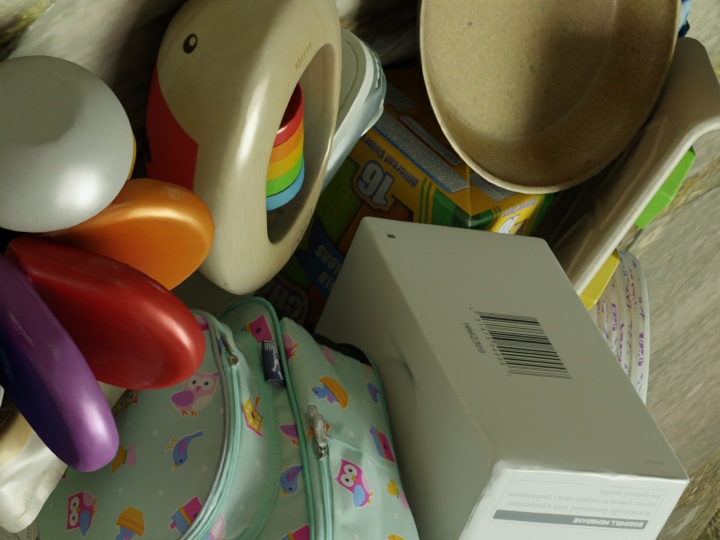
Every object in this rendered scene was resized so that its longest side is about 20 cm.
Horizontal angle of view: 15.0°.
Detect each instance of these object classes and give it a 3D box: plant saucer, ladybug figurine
[{"bbox_3d":[0.098,-0.145,1.531,0.200,0.035,0.201,-10,107,-38],"label":"plant saucer"},{"bbox_3d":[-0.060,-0.069,1.334,0.200,0.072,0.136,94,20,-53],"label":"ladybug figurine"}]

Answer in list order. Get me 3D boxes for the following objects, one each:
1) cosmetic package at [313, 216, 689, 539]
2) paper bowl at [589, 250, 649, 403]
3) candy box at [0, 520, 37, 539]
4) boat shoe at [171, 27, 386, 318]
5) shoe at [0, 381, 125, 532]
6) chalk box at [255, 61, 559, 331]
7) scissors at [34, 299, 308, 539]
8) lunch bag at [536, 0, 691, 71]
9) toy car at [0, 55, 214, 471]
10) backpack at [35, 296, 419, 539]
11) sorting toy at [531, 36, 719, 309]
[{"bbox_3d":[0.048,0.114,1.448,0.122,0.200,0.200,7,126,-29],"label":"cosmetic package"},{"bbox_3d":[0.114,0.081,1.753,0.201,0.104,0.202,-172,-90,-85],"label":"paper bowl"},{"bbox_3d":[-0.150,0.109,1.548,0.136,0.061,0.200,-39,161,-28],"label":"candy box"},{"bbox_3d":[-0.051,-0.038,1.463,0.200,0.073,0.062,-56,159,5],"label":"boat shoe"},{"bbox_3d":[-0.143,0.043,1.337,0.070,0.053,0.200,-14,-146,39],"label":"shoe"},{"bbox_3d":[0.000,0.000,1.583,0.124,0.125,0.200,-21,146,-58],"label":"chalk box"},{"bbox_3d":[-0.102,0.086,1.485,0.200,0.014,0.073,-47,160,2],"label":"scissors"},{"bbox_3d":[0.110,-0.118,1.686,0.200,0.082,0.161,-24,153,-53],"label":"lunch bag"},{"bbox_3d":[-0.149,0.021,1.202,0.200,0.150,0.175,-42,163,-22],"label":"toy car"},{"bbox_3d":[-0.065,0.131,1.355,0.176,0.200,0.153,-39,142,23],"label":"backpack"},{"bbox_3d":[0.145,-0.039,1.615,0.200,0.036,0.185,-50,-169,15],"label":"sorting toy"}]
